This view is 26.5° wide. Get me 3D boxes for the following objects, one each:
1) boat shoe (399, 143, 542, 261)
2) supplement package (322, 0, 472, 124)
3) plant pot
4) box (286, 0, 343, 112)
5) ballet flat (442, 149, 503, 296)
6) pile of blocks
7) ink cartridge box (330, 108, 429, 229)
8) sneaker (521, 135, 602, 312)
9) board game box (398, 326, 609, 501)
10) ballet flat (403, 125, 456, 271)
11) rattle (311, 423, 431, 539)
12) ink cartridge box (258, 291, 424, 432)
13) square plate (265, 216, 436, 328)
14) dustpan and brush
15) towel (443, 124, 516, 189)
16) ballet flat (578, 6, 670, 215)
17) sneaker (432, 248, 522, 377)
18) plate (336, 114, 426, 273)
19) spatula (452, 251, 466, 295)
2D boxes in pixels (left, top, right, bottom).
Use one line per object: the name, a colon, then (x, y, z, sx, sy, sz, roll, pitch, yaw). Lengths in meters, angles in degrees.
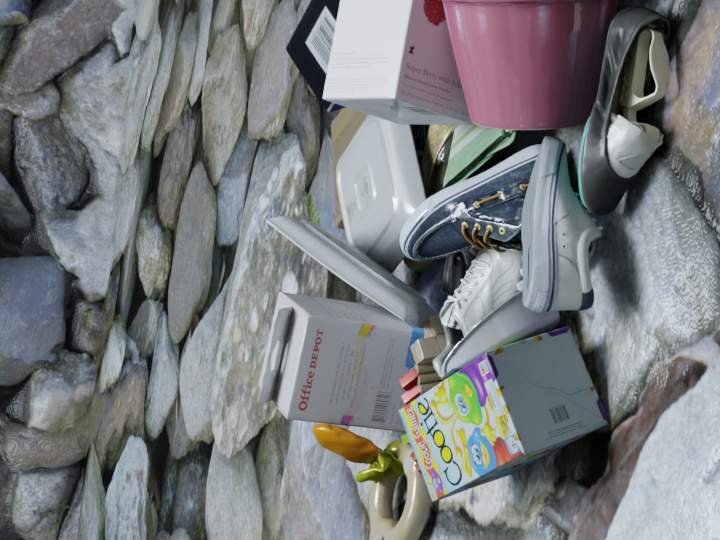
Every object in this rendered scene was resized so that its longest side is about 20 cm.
boat shoe: (0.131, -0.048, 1.587, 0.200, 0.071, 0.091, -32, 47, 20)
supplement package: (0.056, -0.266, 1.623, 0.119, 0.121, 0.201, 6, 85, 49)
plant pot: (0.170, -0.239, 1.520, 0.200, 0.199, 0.180, -145, 49, -66)
box: (0.035, -0.291, 1.814, 0.105, 0.199, 0.148, 56, 143, 17)
ballet flat: (0.136, -0.063, 1.723, 0.066, 0.056, 0.201, 47, -125, -83)
pile of blocks: (0.068, 0.147, 1.710, 0.082, 0.062, 0.201, 24, 120, 61)
ink cartridge box: (0.032, -0.165, 1.963, 0.200, 0.075, 0.166, 131, 143, -55)
sneaker: (0.196, -0.041, 1.477, 0.073, 0.070, 0.201, 107, 171, -57)
board game box: (0.136, 0.145, 1.513, 0.200, 0.104, 0.104, -42, 66, 58)
ballet flat: (0.096, -0.090, 1.799, 0.071, 0.070, 0.201, -141, 62, -65)
rattle: (0.006, 0.294, 1.784, 0.130, 0.142, 0.201, 15, 90, 50)
ink cartridge box: (-0.026, 0.108, 1.837, 0.125, 0.199, 0.129, -146, 68, -66)
square plate: (0.000, 0.000, 1.742, 0.029, 0.198, 0.200, -56, -13, 4)
dustpan and brush: (0.172, 0.034, 1.531, 0.199, 0.139, 0.057, -33, 76, 24)
towel: (0.149, -0.203, 1.699, 0.152, 0.023, 0.201, -38, 34, 59)
ballet flat: (0.251, -0.151, 1.432, 0.068, 0.068, 0.201, 8, 89, 56)
sneaker: (0.131, 0.030, 1.639, 0.075, 0.081, 0.201, -161, 82, -70)
plate: (0.017, -0.096, 1.840, 0.200, 0.032, 0.201, 126, 138, -55)
spatula: (0.103, 0.066, 1.704, 0.057, 0.020, 0.201, -128, 36, -53)
